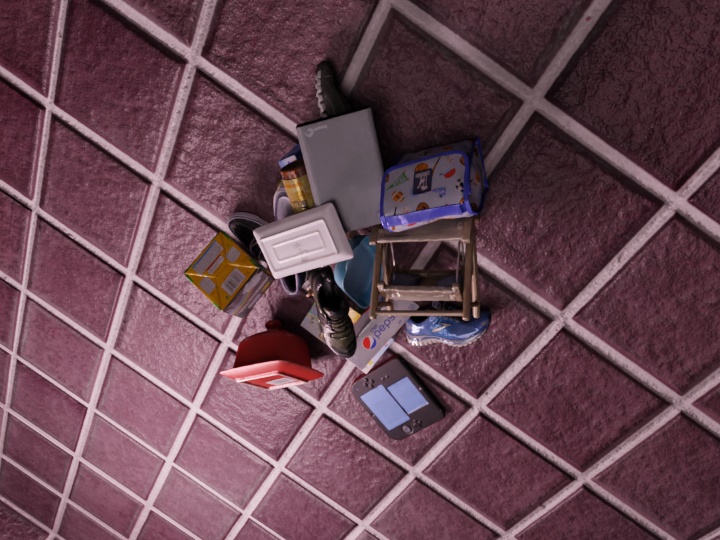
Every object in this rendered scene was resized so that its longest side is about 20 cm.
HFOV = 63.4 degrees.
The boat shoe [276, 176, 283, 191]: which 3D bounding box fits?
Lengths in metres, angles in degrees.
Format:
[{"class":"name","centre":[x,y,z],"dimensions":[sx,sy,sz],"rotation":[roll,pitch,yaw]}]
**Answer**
[{"class":"boat shoe","centre":[-0.118,-0.102,1.225],"dimensions":[0.063,0.074,0.206],"rotation":[-6,117,29]}]

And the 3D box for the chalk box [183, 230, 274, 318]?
[{"class":"chalk box","centre":[-0.278,0.016,1.293],"dimensions":[0.123,0.200,0.125],"rotation":[41,85,9]}]

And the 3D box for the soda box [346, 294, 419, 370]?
[{"class":"soda box","centre":[0.040,0.114,1.260],"dimensions":[0.063,0.069,0.201],"rotation":[35,110,-16]}]

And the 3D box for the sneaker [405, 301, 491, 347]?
[{"class":"sneaker","centre":[0.179,0.106,1.232],"dimensions":[0.193,0.079,0.091],"rotation":[-8,119,25]}]

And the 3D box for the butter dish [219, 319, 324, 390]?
[{"class":"butter dish","centre":[-0.209,0.194,1.401],"dimensions":[0.194,0.153,0.198],"rotation":[-15,154,25]}]

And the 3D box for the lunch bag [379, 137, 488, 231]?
[{"class":"lunch bag","centre":[0.131,-0.145,1.027],"dimensions":[0.164,0.201,0.127],"rotation":[-9,117,25]}]

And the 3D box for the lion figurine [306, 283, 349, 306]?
[{"class":"lion figurine","centre":[-0.041,0.033,1.256],"dimensions":[0.120,0.073,0.203],"rotation":[31,100,-15]}]

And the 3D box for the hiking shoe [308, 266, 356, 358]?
[{"class":"hiking shoe","centre":[-0.057,0.093,1.180],"dimensions":[0.073,0.101,0.206],"rotation":[-21,103,-4]}]

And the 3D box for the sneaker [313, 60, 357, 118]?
[{"class":"sneaker","centre":[-0.031,-0.285,1.070],"dimensions":[0.087,0.066,0.208],"rotation":[-10,90,11]}]

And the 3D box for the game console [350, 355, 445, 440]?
[{"class":"game console","centre":[0.087,0.316,1.421],"dimensions":[0.175,0.031,0.201],"rotation":[-32,105,33]}]

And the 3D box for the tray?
[{"class":"tray","centre":[-0.113,-0.048,1.085],"dimensions":[0.195,0.022,0.110],"rotation":[-14,109,32]}]

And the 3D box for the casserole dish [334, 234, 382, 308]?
[{"class":"casserole dish","centre":[0.000,0.000,1.186],"dimensions":[0.038,0.124,0.200],"rotation":[22,169,25]}]

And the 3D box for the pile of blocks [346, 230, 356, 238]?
[{"class":"pile of blocks","centre":[-0.037,-0.162,1.140],"dimensions":[0.080,0.062,0.208],"rotation":[-10,86,27]}]

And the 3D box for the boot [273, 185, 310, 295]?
[{"class":"boot","centre":[-0.139,-0.058,1.166],"dimensions":[0.070,0.091,0.206],"rotation":[-6,116,14]}]

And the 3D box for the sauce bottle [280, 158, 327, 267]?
[{"class":"sauce bottle","centre":[-0.093,-0.105,1.104],"dimensions":[0.064,0.066,0.206],"rotation":[-8,115,24]}]

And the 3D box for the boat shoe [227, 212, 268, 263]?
[{"class":"boat shoe","centre":[-0.218,-0.057,1.293],"dimensions":[0.196,0.068,0.073],"rotation":[33,125,0]}]

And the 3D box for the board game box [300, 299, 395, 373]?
[{"class":"board game box","centre":[-0.029,0.134,1.354],"dimensions":[0.197,0.034,0.136],"rotation":[35,125,-2]}]

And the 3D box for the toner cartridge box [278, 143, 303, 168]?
[{"class":"toner cartridge box","centre":[-0.087,-0.150,1.173],"dimensions":[0.042,0.096,0.205],"rotation":[-15,114,26]}]

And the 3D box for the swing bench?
[{"class":"swing bench","centre":[0.123,-0.012,1.108],"dimensions":[0.192,0.129,0.209],"rotation":[-1,88,21]}]

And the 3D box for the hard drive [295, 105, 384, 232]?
[{"class":"hard drive","centre":[-0.026,-0.174,1.042],"dimensions":[0.134,0.033,0.207],"rotation":[-13,112,2]}]
